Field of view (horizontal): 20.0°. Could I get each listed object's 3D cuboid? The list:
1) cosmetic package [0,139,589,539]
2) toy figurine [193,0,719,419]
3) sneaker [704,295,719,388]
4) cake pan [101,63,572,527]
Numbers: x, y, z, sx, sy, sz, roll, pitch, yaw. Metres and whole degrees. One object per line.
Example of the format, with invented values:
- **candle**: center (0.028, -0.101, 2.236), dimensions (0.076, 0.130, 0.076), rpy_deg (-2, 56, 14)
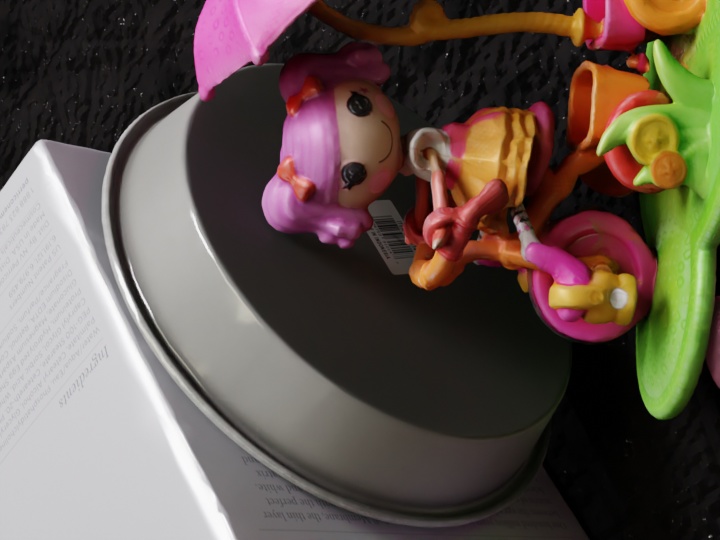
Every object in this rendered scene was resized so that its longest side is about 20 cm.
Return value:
- **cosmetic package**: center (-0.043, 0.076, 0.786), dimensions (0.123, 0.198, 0.201), rpy_deg (-49, 53, 26)
- **toy figurine**: center (0.032, -0.057, 0.711), dimensions (0.150, 0.182, 0.202), rpy_deg (-153, 69, -84)
- **sneaker**: center (0.188, -0.036, 0.675), dimensions (0.095, 0.079, 0.202), rpy_deg (27, 111, 36)
- **cake pan**: center (0.000, 0.000, 0.753), dimensions (0.037, 0.199, 0.201), rpy_deg (-47, 55, 35)
